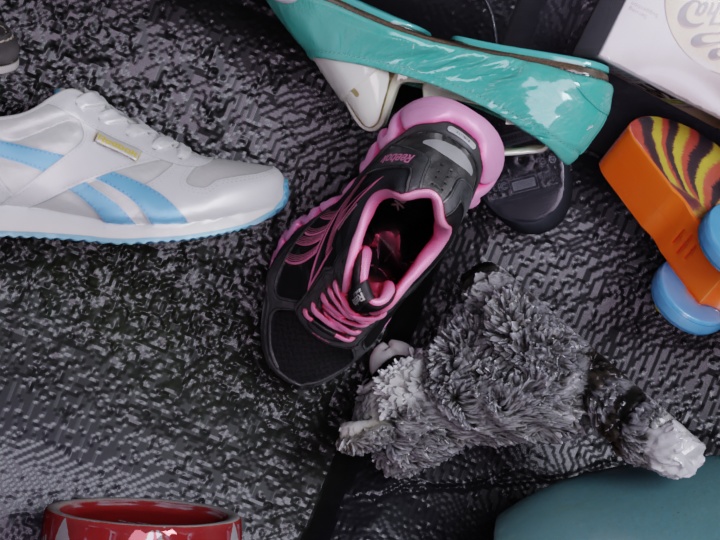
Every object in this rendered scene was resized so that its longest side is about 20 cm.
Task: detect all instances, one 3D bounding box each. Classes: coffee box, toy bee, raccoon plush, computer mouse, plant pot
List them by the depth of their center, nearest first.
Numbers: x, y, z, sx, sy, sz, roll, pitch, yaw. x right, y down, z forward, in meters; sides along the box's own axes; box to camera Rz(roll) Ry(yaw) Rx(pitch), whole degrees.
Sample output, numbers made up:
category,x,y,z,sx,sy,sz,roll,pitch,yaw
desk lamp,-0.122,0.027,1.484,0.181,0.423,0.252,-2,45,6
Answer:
category,x,y,z,sx,sy,sz,roll,pitch,yaw
raccoon plush,0.072,0.084,1.371,0.134,0.200,0.097,-49,126,1
plant pot,0.150,0.194,1.382,0.160,0.201,0.201,1,97,5
coffee box,0.233,-0.122,1.403,0.200,0.080,0.113,27,92,-7
toy bee,0.213,0.006,1.405,0.108,0.131,0.201,-6,79,-37
computer mouse,0.077,-0.118,1.419,0.058,0.034,0.201,-11,93,14

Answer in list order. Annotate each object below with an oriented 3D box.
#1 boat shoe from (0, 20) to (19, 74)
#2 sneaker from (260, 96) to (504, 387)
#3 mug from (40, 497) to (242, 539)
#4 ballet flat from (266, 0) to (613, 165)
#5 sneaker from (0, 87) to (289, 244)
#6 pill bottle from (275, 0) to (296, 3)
category,x,y,z,sx,sy,sz,roll,pitch,yaw
boat shoe,-0.277,-0.148,1.360,0.199,0.067,0.057,12,112,-4
sneaker,0.000,0.000,1.362,0.079,0.096,0.200,29,126,-9
mug,-0.144,0.228,1.389,0.177,0.133,0.201,4,93,-7
ballet flat,0.034,-0.101,1.376,0.199,0.067,0.071,17,89,9
sneaker,-0.137,-0.057,1.382,0.199,0.077,0.081,3,94,-7
pill bottle,-0.047,-0.247,1.298,0.114,0.114,0.201,21,96,-7
